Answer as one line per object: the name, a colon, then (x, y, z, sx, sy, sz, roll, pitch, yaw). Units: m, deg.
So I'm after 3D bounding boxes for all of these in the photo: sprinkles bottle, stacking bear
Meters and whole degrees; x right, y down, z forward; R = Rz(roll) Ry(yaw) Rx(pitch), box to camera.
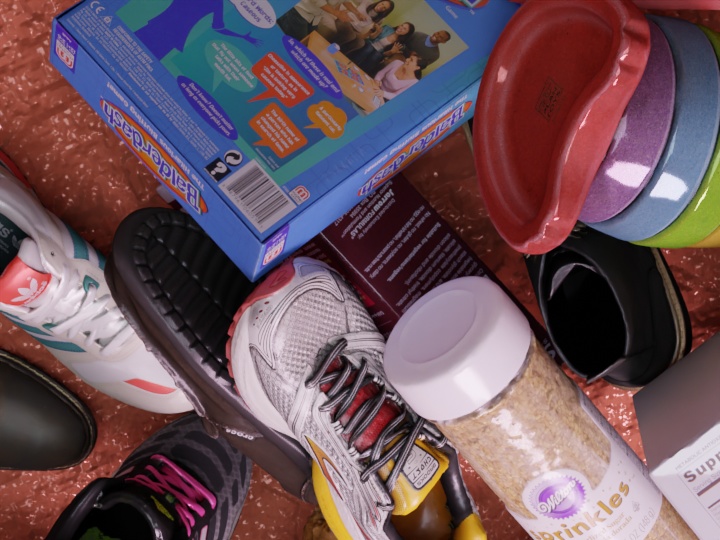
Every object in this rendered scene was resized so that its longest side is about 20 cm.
sprinkles bottle: (0.092, 0.090, 1.265, 0.068, 0.068, 0.200, -35, 122, 11)
stacking bear: (0.163, -0.056, 1.225, 0.199, 0.114, 0.122, 14, 109, -27)

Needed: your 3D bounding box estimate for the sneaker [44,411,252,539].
sneaker: (-0.108, 0.132, 1.335, 0.074, 0.200, 0.087, 41, 138, 3)

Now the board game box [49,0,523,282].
board game box: (-0.025, -0.111, 1.263, 0.200, 0.045, 0.152, -37, 76, -23)

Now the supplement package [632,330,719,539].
supplement package: (0.233, 0.118, 1.245, 0.114, 0.110, 0.200, -37, 102, 11)

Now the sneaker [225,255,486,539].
sneaker: (0.006, 0.072, 1.272, 0.078, 0.082, 0.200, -45, 127, -17)

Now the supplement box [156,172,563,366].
supplement box: (0.000, 0.000, 1.333, 0.200, 0.109, 0.061, 47, 63, -10)

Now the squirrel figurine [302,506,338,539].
squirrel figurine: (0.048, 0.198, 1.379, 0.187, 0.142, 0.200, -43, 102, 6)

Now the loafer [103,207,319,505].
loafer: (-0.068, 0.054, 1.341, 0.071, 0.073, 0.200, -22, 116, 43)

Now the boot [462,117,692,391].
boot: (0.097, -0.036, 1.286, 0.077, 0.138, 0.200, -33, 80, 13)

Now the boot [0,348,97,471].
boot: (-0.240, 0.075, 1.375, 0.199, 0.097, 0.075, 16, 106, -2)

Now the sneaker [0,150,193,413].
sneaker: (-0.159, 0.013, 1.356, 0.200, 0.093, 0.070, 42, 103, -9)

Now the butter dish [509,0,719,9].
butter dish: (0.175, -0.216, 1.256, 0.199, 0.148, 0.201, 5, 88, 33)
